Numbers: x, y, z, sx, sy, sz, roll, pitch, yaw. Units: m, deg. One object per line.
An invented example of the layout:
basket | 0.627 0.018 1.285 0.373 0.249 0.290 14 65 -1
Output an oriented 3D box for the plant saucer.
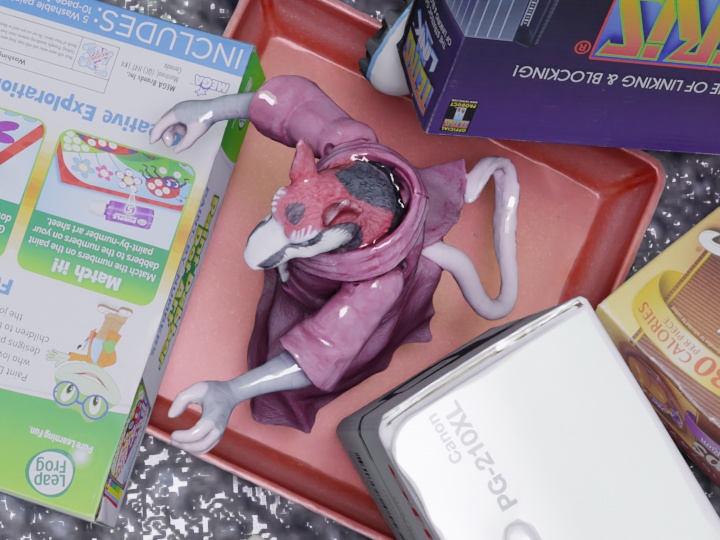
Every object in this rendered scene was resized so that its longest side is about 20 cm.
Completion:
plant saucer | 0.003 0.004 0.839 0.199 0.037 0.201 25 79 -6

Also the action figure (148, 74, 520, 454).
action figure | 0.000 0.000 0.717 0.148 0.200 0.135 -3 78 -4

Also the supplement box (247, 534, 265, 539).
supplement box | -0.059 0.216 0.747 0.073 0.126 0.200 33 77 31

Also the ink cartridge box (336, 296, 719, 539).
ink cartridge box | 0.066 0.096 0.714 0.084 0.200 0.145 -31 88 -6

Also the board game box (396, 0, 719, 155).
board game box | 0.131 -0.121 0.726 0.199 0.166 0.057 2 44 -19

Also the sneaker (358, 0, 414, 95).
sneaker | 0.088 -0.113 0.829 0.199 0.072 0.073 -24 69 -30

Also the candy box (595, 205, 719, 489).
candy box | 0.206 0.006 0.811 0.200 0.057 0.117 -38 68 -14

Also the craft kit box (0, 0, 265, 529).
craft kit box | -0.161 -0.021 0.791 0.199 0.049 0.199 17 77 7
